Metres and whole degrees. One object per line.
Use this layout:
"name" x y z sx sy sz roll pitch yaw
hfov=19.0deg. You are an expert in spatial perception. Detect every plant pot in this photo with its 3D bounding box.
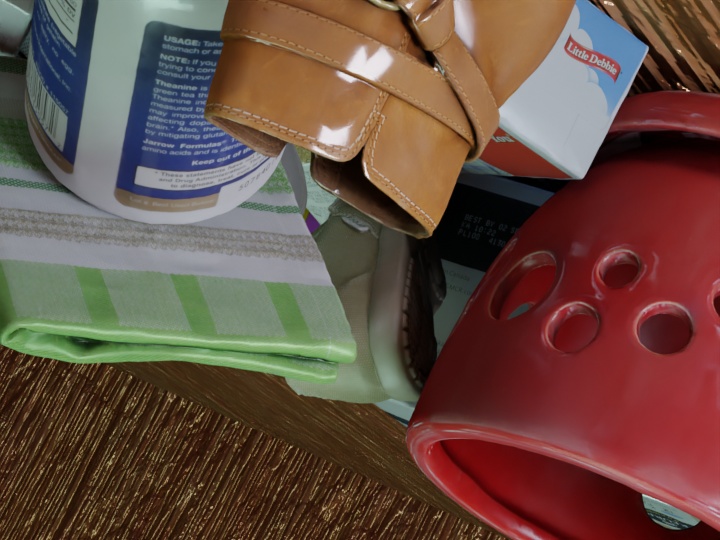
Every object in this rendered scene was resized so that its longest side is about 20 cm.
"plant pot" 0.140 0.035 0.908 0.200 0.183 0.201 21 163 7

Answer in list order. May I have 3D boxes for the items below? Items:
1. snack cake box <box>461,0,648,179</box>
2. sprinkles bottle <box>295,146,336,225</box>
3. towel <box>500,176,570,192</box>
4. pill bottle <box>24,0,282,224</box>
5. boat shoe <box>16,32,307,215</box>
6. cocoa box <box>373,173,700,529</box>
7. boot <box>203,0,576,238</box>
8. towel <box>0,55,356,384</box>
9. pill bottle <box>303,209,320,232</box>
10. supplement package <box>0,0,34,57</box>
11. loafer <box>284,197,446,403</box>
"snack cake box" 0.015 -0.098 0.934 0.115 0.067 0.200 34 168 -28
"sprinkles bottle" -0.004 -0.054 1.132 0.068 0.068 0.200 19 160 38
"towel" 0.118 -0.043 1.073 0.144 0.024 0.200 27 170 -4
"pill bottle" -0.065 -0.114 0.804 0.111 0.111 0.200 26 146 3
"boat shoe" -0.109 -0.066 1.042 0.200 0.074 0.093 49 136 20
"cocoa box" 0.125 0.049 1.096 0.199 0.134 0.131 18 168 27
"boot" -0.018 -0.116 0.666 0.200 0.156 0.077 33 169 -30
"towel" -0.094 -0.023 0.889 0.148 0.031 0.200 5 -146 -21
"pill bottle" -0.085 -0.056 1.297 0.199 0.105 0.104 25 170 12
"supplement package" -0.206 -0.191 0.905 0.199 0.110 0.114 29 170 -9
"loafer" 0.000 0.000 0.995 0.068 0.076 0.200 -8 -160 8
